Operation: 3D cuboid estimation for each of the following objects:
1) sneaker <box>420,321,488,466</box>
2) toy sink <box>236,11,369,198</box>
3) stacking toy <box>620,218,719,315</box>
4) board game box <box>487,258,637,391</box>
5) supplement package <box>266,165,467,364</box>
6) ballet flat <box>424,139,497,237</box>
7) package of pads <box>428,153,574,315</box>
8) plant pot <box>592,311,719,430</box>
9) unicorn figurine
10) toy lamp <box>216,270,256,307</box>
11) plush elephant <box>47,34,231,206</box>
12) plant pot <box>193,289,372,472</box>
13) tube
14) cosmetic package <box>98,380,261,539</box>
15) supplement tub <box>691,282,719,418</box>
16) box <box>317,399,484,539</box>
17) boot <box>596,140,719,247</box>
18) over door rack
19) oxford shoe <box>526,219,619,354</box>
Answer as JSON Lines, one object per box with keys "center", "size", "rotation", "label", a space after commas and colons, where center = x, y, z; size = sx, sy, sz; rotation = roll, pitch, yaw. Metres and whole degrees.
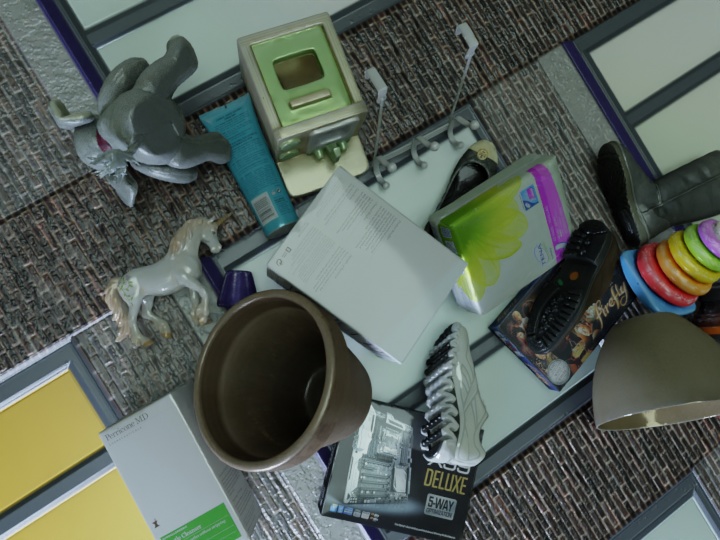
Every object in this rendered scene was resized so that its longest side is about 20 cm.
{"center": [0.132, 0.166, 0.760], "size": [0.081, 0.075, 0.201], "rotation": [20, 55, -14], "label": "sneaker"}
{"center": [-0.071, -0.220, 0.761], "size": [0.129, 0.112, 0.201], "rotation": [-20, 89, -10], "label": "toy sink"}
{"center": [0.483, -0.030, 0.783], "size": [0.109, 0.200, 0.117], "rotation": [-4, 58, -30], "label": "stacking toy"}
{"center": [0.306, 0.059, 0.838], "size": [0.135, 0.035, 0.200], "rotation": [44, 80, -3], "label": "board game box"}
{"center": [0.000, 0.000, 0.734], "size": [0.199, 0.151, 0.152], "rotation": [37, 80, -4], "label": "supplement package"}
{"center": [0.149, -0.103, 0.812], "size": [0.066, 0.057, 0.201], "rotation": [25, 80, 11], "label": "ballet flat"}
{"center": [0.203, -0.049, 0.784], "size": [0.199, 0.068, 0.155], "rotation": [-31, 116, -16], "label": "package of pads"}
{"center": [0.417, 0.137, 0.784], "size": [0.198, 0.201, 0.136], "rotation": [-1, 65, -9], "label": "plant pot"}
{"center": [-0.243, 0.013, 0.731], "size": [0.199, 0.074, 0.138], "rotation": [-20, 89, -11], "label": "unicorn figurine"}
{"center": [-0.164, 0.101, 0.745], "size": [0.058, 0.058, 0.202], "rotation": [0, 85, -9], "label": "toy lamp"}
{"center": [-0.291, -0.174, 0.710], "size": [0.200, 0.154, 0.166], "rotation": [-50, 133, -36], "label": "plush elephant"}
{"center": [-0.071, 0.142, 0.683], "size": [0.199, 0.174, 0.202], "rotation": [-13, 64, 28], "label": "plant pot"}
{"center": [-0.149, -0.144, 0.777], "size": [0.077, 0.050, 0.201], "rotation": [-25, 85, -7], "label": "tube"}
{"center": [-0.221, 0.255, 0.703], "size": [0.107, 0.085, 0.201], "rotation": [-30, 91, 1], "label": "cosmetic package"}
{"center": [0.568, 0.118, 0.842], "size": [0.106, 0.107, 0.202], "rotation": [-10, 86, -10], "label": "supplement tub"}
{"center": [0.057, 0.271, 0.770], "size": [0.198, 0.050, 0.159], "rotation": [17, 82, -7], "label": "box"}
{"center": [0.482, -0.145, 0.868], "size": [0.199, 0.073, 0.183], "rotation": [-24, 103, -4], "label": "boot"}
{"center": [0.085, -0.201, 0.744], "size": [0.147, 0.200, 0.067], "rotation": [-29, 63, -11], "label": "over door rack"}
{"center": [0.307, 0.036, 0.787], "size": [0.084, 0.073, 0.201], "rotation": [28, 95, -35], "label": "oxford shoe"}
